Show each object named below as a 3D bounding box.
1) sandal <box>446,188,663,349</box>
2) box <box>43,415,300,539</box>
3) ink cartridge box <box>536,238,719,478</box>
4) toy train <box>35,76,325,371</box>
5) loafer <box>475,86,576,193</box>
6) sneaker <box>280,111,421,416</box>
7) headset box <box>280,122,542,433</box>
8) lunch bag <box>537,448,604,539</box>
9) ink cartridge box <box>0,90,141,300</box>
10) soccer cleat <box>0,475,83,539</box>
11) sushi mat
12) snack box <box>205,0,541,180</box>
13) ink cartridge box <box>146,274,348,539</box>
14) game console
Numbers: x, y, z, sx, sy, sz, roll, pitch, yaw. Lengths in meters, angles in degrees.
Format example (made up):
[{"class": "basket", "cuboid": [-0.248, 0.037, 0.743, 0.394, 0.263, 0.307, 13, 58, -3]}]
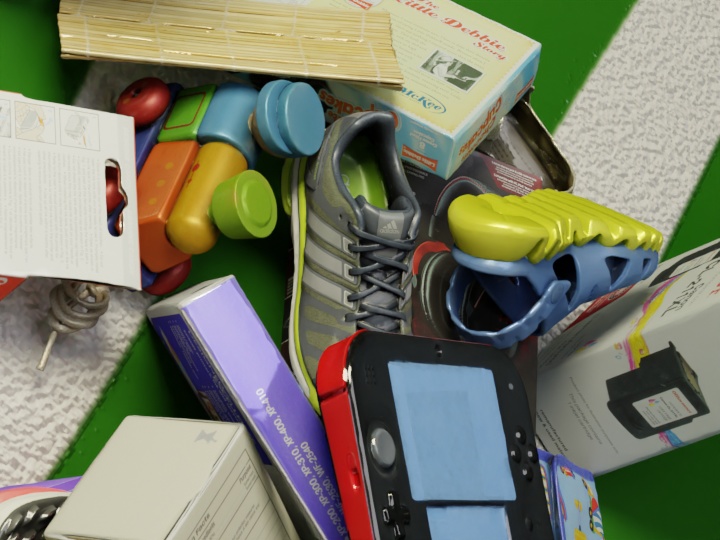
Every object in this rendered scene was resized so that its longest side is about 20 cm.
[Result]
[{"class": "sandal", "cuboid": [0.111, 0.000, 1.409, 0.200, 0.079, 0.087, -3, 111, -50]}, {"class": "box", "cuboid": [-0.076, 0.178, 1.211, 0.095, 0.078, 0.200, -55, 135, -40]}, {"class": "ink cartridge box", "cuboid": [0.217, 0.044, 1.486, 0.146, 0.200, 0.083, -39, 99, -43]}, {"class": "toy train", "cuboid": [-0.098, -0.025, 1.295, 0.085, 0.116, 0.200, 52, 45, -35]}, {"class": "loafer", "cuboid": [0.075, -0.111, 1.522, 0.200, 0.068, 0.076, 50, 48, -12]}, {"class": "sneaker", "cuboid": [0.000, 0.000, 1.310, 0.074, 0.081, 0.200, -2, 69, -24]}, {"class": "headset box", "cuboid": [0.033, 0.000, 1.434, 0.148, 0.075, 0.200, 21, 59, -31]}, {"class": "lunch bag", "cuboid": [0.100, 0.191, 1.414, 0.200, 0.094, 0.151, 17, 58, -55]}, {"class": "ink cartridge box", "cuboid": [-0.218, -0.042, 1.242, 0.200, 0.050, 0.109, 8, 67, -30]}, {"class": "soccer cleat", "cuboid": [-0.152, 0.135, 1.233, 0.200, 0.073, 0.068, -4, 99, -58]}, {"class": "sushi mat", "cuboid": [-0.076, -0.137, 1.351, 0.199, 0.012, 0.096, 5, 32, -6]}, {"class": "snack box", "cuboid": [-0.004, -0.138, 1.415, 0.200, 0.037, 0.116, 27, 46, 16]}, {"class": "ink cartridge box", "cuboid": [-0.041, 0.095, 1.258, 0.043, 0.200, 0.198, -32, 95, -8]}, {"class": "game console", "cuboid": [0.050, 0.123, 1.242, 0.200, 0.031, 0.177, 9, 63, -58]}]
